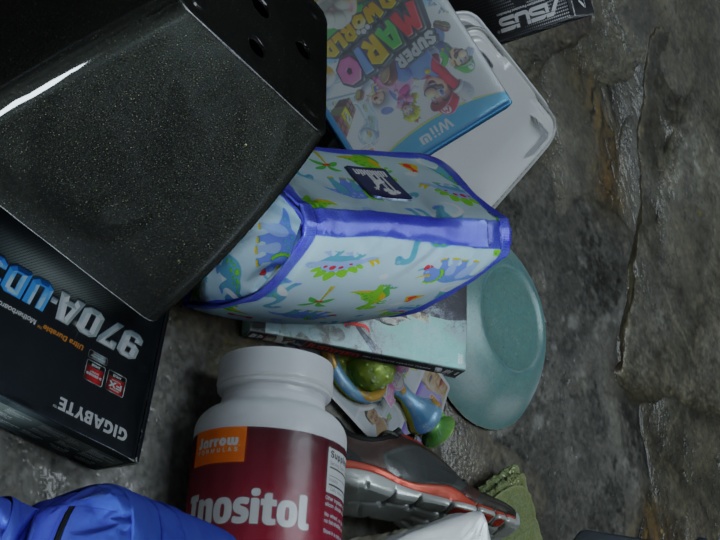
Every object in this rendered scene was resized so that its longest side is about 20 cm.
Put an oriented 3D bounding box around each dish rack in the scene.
[{"bbox_3d":[0.078,-0.106,1.294,0.200,0.044,0.172,-49,125,-5],"label":"dish rack"}]

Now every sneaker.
[{"bbox_3d":[0.048,0.166,1.210,0.200,0.077,0.082,23,49,-28],"label":"sneaker"}]

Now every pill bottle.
[{"bbox_3d":[-0.068,0.162,1.055,0.113,0.113,0.201,27,58,-45],"label":"pill bottle"}]

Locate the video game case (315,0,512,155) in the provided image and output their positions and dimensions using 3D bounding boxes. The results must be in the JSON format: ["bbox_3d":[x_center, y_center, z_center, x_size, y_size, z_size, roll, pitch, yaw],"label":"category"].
[{"bbox_3d":[0.014,-0.186,1.231,0.143,0.018,0.200,-32,87,-10],"label":"video game case"}]

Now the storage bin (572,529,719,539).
[{"bbox_3d":[0.252,0.329,1.362,0.146,0.134,0.201,-38,132,-51],"label":"storage bin"}]

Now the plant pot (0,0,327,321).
[{"bbox_3d":[-0.131,-0.127,0.963,0.200,0.177,0.200,41,32,-33],"label":"plant pot"}]

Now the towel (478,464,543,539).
[{"bbox_3d":[0.111,0.273,1.316,0.200,0.036,0.149,-27,102,-54],"label":"towel"}]

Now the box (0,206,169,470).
[{"bbox_3d":[-0.213,0.021,0.964,0.200,0.046,0.159,36,52,-41],"label":"box"}]

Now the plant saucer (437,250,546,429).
[{"bbox_3d":[0.130,0.049,1.407,0.201,0.039,0.202,21,64,-49],"label":"plant saucer"}]

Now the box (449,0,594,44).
[{"bbox_3d":[0.094,-0.276,1.328,0.044,0.200,0.161,-18,95,-55],"label":"box"}]

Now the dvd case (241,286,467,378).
[{"bbox_3d":[0.000,0.000,1.210,0.199,0.022,0.147,12,69,-25],"label":"dvd case"}]

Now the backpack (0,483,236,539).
[{"bbox_3d":[-0.175,0.205,0.829,0.168,0.200,0.163,31,56,-43],"label":"backpack"}]

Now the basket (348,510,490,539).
[{"bbox_3d":[0.031,0.296,1.132,0.135,0.123,0.201,-7,85,-53],"label":"basket"}]

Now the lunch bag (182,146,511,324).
[{"bbox_3d":[-0.015,-0.024,1.067,0.170,0.200,0.128,1,89,-30],"label":"lunch bag"}]

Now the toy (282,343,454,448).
[{"bbox_3d":[0.020,0.074,1.249,0.200,0.047,0.115,52,42,-29],"label":"toy"}]
